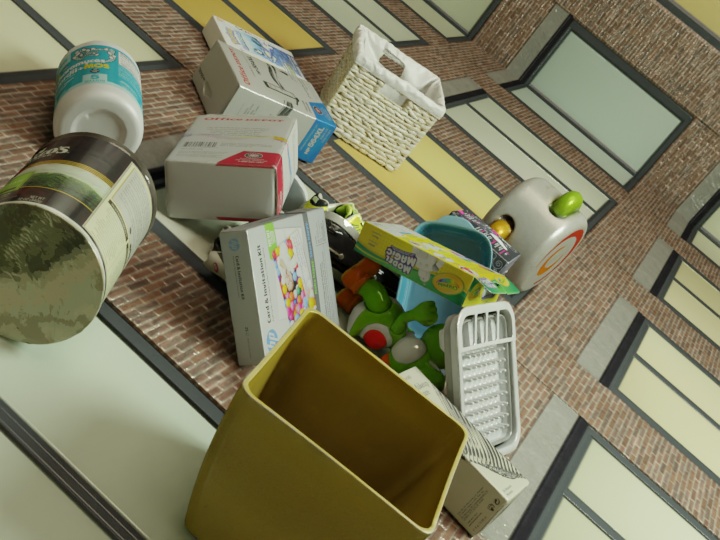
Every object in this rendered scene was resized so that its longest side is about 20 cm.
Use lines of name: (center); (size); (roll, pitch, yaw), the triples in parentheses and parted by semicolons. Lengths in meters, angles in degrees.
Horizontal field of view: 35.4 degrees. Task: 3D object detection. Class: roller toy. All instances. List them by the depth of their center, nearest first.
roller toy: (0.291, -0.066, 1.990); (0.140, 0.200, 0.182); (46, -11, 18)

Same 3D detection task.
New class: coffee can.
coffee can: (-0.298, -0.037, 1.128); (0.146, 0.146, 0.200); (33, 24, -11)

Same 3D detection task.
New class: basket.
basket: (0.035, -0.324, 2.118); (0.198, 0.161, 0.200); (32, 25, -15)

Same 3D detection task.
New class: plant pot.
plant pot: (-0.045, 0.188, 1.043); (0.200, 0.176, 0.200); (38, 24, 0)

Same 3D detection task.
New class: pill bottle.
pill bottle: (-0.339, -0.225, 1.461); (0.111, 0.111, 0.200); (25, 26, -27)

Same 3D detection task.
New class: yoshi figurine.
yoshi figurine: (0.063, 0.073, 1.504); (0.200, 0.112, 0.112); (50, 19, 20)

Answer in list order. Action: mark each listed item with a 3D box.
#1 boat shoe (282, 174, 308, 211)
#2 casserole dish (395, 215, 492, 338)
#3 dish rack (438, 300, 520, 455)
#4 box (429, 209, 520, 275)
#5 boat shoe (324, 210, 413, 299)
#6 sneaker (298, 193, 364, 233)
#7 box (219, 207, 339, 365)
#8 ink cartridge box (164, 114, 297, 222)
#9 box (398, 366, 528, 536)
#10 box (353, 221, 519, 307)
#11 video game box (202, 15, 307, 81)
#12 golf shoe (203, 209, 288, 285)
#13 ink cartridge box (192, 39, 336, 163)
boat shoe: (-0.154, -0.160, 1.654); (0.200, 0.074, 0.065); (39, 27, 0)
casserole dish: (0.115, 0.023, 1.582); (0.121, 0.200, 0.039); (12, 1, 7)
dish rack: (0.151, 0.143, 1.454); (0.172, 0.043, 0.200); (-5, 91, -59)
box: (0.153, -0.006, 1.703); (0.115, 0.132, 0.200); (42, 11, 8)
boat shoe: (0.000, 0.000, 1.597); (0.200, 0.060, 0.074); (45, -24, -30)
sneaker: (-0.013, -0.054, 1.658); (0.200, 0.076, 0.075); (16, 30, -44)
box: (-0.093, 0.014, 1.350); (0.200, 0.041, 0.156); (-22, 106, -63)
ink cartridge box: (-0.167, -0.140, 1.511); (0.147, 0.086, 0.200); (3, 24, 5)
box: (0.099, 0.212, 1.341); (0.200, 0.068, 0.082); (45, 24, 14)
box: (0.103, -0.003, 1.486); (0.200, 0.048, 0.117); (26, 11, 26)
video game box: (-0.179, -0.362, 2.028); (0.182, 0.047, 0.200); (17, 31, -36)
golf shoe: (-0.141, -0.038, 1.451); (0.088, 0.077, 0.200); (27, 25, -10)
ink cartridge box: (-0.158, -0.275, 1.845); (0.200, 0.084, 0.146); (19, 30, -39)
